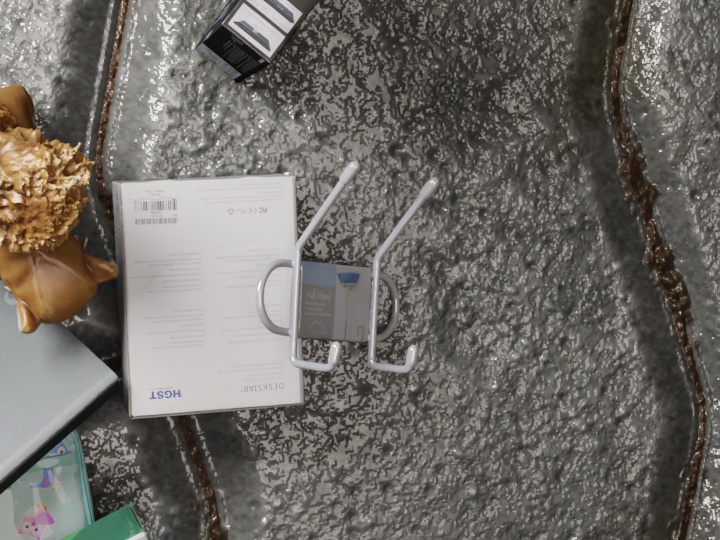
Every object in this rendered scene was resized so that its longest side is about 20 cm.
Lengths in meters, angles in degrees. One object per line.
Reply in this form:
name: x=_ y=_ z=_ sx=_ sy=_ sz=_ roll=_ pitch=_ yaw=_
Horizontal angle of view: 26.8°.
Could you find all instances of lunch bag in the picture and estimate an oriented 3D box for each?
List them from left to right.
lunch bag: x=-0.328 y=0.201 z=1.279 sx=0.198 sy=0.077 sz=0.162 roll=-9 pitch=98 yaw=-15

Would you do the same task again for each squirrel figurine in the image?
squirrel figurine: x=-0.279 y=-0.046 z=1.207 sx=0.141 sy=0.200 sz=0.188 roll=-30 pitch=89 yaw=-18

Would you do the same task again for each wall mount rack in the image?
wall mount rack: x=0.000 y=0.000 z=1.307 sx=0.199 sy=0.074 sz=0.176 roll=6 pitch=87 yaw=-53

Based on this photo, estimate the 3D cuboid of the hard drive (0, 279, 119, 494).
hard drive: x=-0.317 y=0.112 z=1.240 sx=0.139 sy=0.033 sz=0.200 roll=40 pitch=62 yaw=16

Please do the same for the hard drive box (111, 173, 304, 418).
hard drive box: x=-0.133 y=0.019 z=1.317 sx=0.154 sy=0.077 sz=0.202 roll=-3 pitch=95 yaw=-15

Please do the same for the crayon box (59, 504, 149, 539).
crayon box: x=-0.252 y=0.297 z=1.255 sx=0.199 sy=0.052 sz=0.127 roll=-26 pitch=120 yaw=-12

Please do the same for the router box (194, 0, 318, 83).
router box: x=-0.062 y=-0.239 z=1.251 sx=0.052 sy=0.200 sz=0.158 roll=37 pitch=85 yaw=-12
